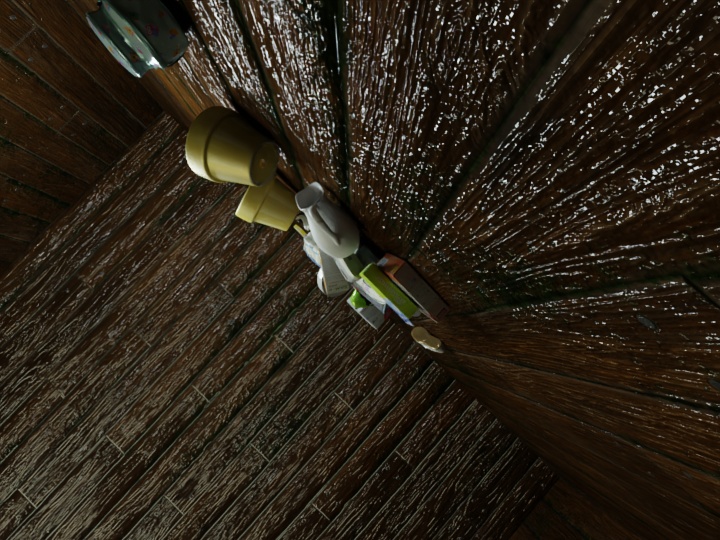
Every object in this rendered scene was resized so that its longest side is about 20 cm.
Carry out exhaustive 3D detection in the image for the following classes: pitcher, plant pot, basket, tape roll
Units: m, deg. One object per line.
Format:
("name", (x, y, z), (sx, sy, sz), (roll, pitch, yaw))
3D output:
("pitcher", (-0.083, -0.116, 1.354), (0.200, 0.121, 0.172), (54, -168, -32))
("plant pot", (-0.333, -0.319, 1.375), (0.188, 0.201, 0.201), (26, 169, 19))
("basket", (-0.132, -0.081, 1.981), (0.176, 0.139, 0.200), (43, 167, 13))
("tape roll", (-0.098, 0.020, 2.221), (0.037, 0.203, 0.203), (39, 174, 41))
("plant pot", (-0.320, -0.245, 1.833), (0.188, 0.201, 0.201), (27, 178, -13))

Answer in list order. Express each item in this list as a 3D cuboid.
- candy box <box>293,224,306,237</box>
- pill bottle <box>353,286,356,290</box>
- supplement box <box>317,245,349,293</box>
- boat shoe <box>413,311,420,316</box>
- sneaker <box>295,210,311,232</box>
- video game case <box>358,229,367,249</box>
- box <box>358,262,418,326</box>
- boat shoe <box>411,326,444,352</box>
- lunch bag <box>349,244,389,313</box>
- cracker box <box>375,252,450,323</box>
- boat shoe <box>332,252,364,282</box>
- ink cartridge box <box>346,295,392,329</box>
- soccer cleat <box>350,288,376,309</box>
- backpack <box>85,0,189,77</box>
("candy box", (-0.329, -0.202, 3.159), (0.200, 0.026, 0.102), (47, 176, -36))
("pill bottle", (0.000, 0.000, 1.763), (0.120, 0.120, 0.200), (38, 173, 42))
("supplement box", (-0.091, -0.032, 1.602), (0.126, 0.073, 0.201), (175, 84, -86))
("boat shoe", (0.134, 0.073, 1.704), (0.200, 0.069, 0.057), (42, -158, 10))
("sneaker", (-0.156, -0.161, 1.869), (0.200, 0.080, 0.074), (39, 172, 23))
("video game case", (-0.054, -0.137, 1.572), (0.181, 0.026, 0.200), (42, 175, 13))
("box", (0.083, 0.066, 1.409), (0.200, 0.048, 0.122), (45, 176, -2))
("boat shoe", (0.310, 0.326, 2.335), (0.069, 0.071, 0.200), (49, 171, -36))
("lunch bag", (0.049, 0.023, 1.567), (0.170, 0.127, 0.200), (41, 161, 12))
("cracker box", (0.142, 0.046, 1.394), (0.200, 0.058, 0.134), (44, 175, -22))
("boat shoe", (-0.059, -0.054, 1.499), (0.200, 0.072, 0.068), (54, 143, 2))
("ink cartridge box", (0.053, 0.204, 2.895), (0.145, 0.145, 0.200), (37, 172, 49))
("soccer cleat", (0.059, 0.084, 1.732), (0.068, 0.199, 0.081), (56, 140, 36))
("backpack", (-0.436, -0.481, 1.006), (0.200, 0.153, 0.176), (25, 158, 52))
